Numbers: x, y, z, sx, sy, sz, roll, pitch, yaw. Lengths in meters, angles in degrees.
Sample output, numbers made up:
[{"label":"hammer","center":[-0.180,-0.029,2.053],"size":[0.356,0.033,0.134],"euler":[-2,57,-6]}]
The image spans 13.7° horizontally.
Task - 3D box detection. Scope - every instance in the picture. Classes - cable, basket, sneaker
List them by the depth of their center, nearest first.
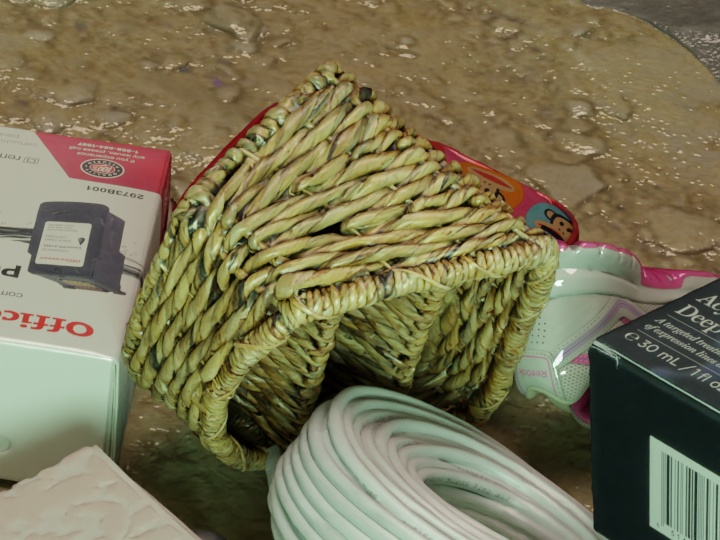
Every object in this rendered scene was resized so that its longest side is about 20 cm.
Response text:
[{"label":"cable","center":[0.052,0.131,1.359],"size":[0.200,0.069,0.200],"euler":[28,13,-7]},{"label":"basket","center":[-0.015,0.029,1.410],"size":[0.149,0.200,0.143],"euler":[40,63,10]},{"label":"sneaker","center":[0.137,0.040,1.545],"size":[0.081,0.089,0.200],"euler":[4,-6,45]}]

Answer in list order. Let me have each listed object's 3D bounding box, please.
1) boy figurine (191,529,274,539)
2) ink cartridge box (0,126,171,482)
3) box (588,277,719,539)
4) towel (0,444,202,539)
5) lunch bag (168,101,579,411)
[{"label":"boy figurine","center":[-0.048,0.195,1.304],"size":[0.124,0.065,0.200],"euler":[5,34,-6]},{"label":"ink cartridge box","center":[-0.181,0.013,1.525],"size":[0.144,0.085,0.200],"euler":[8,33,0]},{"label":"box","center":[0.225,0.068,1.353],"size":[0.200,0.107,0.148],"euler":[-24,35,-32]},{"label":"towel","center":[-0.149,0.169,1.283],"size":[0.200,0.032,0.191],"euler":[-29,37,-20]},{"label":"lunch bag","center":[0.000,0.000,1.599],"size":[0.199,0.082,0.176],"euler":[24,41,17]}]
